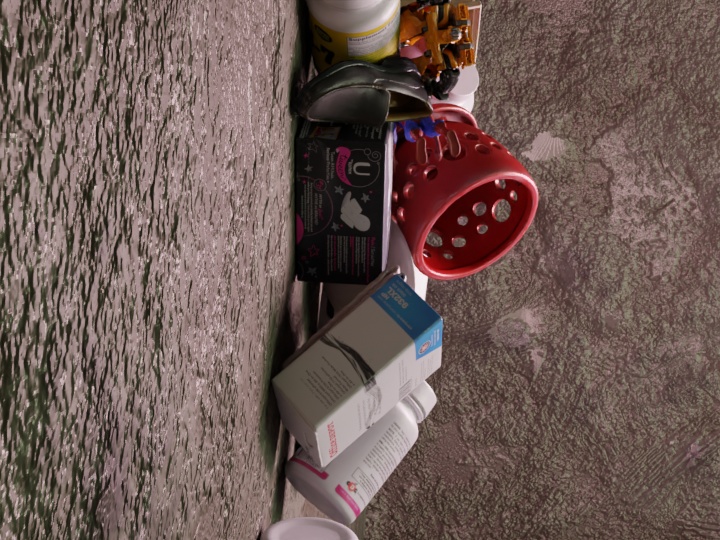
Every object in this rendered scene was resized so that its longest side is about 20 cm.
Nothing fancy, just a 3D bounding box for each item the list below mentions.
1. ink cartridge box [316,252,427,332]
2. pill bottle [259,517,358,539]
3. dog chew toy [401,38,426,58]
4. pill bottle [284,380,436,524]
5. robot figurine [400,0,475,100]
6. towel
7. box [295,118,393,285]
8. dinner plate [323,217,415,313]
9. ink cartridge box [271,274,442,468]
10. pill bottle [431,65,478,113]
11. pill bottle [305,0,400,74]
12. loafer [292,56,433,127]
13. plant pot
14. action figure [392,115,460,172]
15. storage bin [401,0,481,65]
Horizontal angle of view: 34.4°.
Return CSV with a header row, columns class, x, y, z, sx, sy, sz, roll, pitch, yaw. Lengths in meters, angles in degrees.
class,x,y,z,sx,sy,sz,roll,pitch,yaw
ink cartridge box,0.016,0.057,1.714,0.083,0.144,0.202,2,98,-45
pill bottle,-0.062,0.394,1.319,0.116,0.114,0.202,-70,164,-76
dog chew toy,0.048,-0.281,1.619,0.125,0.199,0.125,51,15,-19
pill bottle,0.004,0.216,1.505,0.200,0.113,0.114,-49,161,-20
robot figurine,0.085,-0.283,1.464,0.200,0.058,0.147,-176,-103,-68
towel,-0.014,0.099,1.480,0.200,0.032,0.191,-42,160,-16
box,-0.017,-0.100,1.468,0.133,0.113,0.202,-79,172,-58
dinner plate,0.000,0.000,1.627,0.024,0.199,0.202,-14,115,-40
ink cartridge box,-0.001,0.122,1.381,0.200,0.084,0.145,-39,158,-16
pill bottle,0.095,-0.243,1.745,0.200,0.111,0.113,136,-35,-55
pill bottle,-0.008,-0.308,1.385,0.200,0.113,0.115,85,10,-66
loafer,0.009,-0.203,1.371,0.073,0.199,0.073,53,-42,20
plant pot,0.119,-0.115,1.630,0.183,0.199,0.201,54,-22,35
action figure,0.076,-0.158,1.480,0.200,0.065,0.100,-114,-166,-63
storage bin,0.067,-0.359,1.721,0.199,0.198,0.095,83,-3,-70
